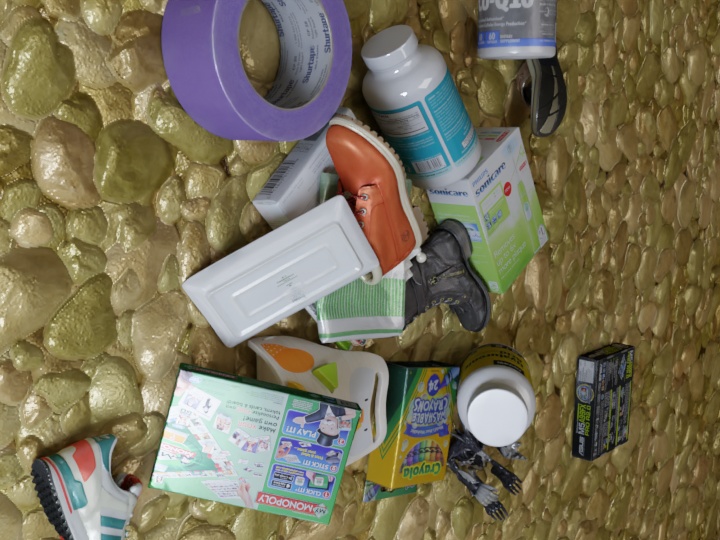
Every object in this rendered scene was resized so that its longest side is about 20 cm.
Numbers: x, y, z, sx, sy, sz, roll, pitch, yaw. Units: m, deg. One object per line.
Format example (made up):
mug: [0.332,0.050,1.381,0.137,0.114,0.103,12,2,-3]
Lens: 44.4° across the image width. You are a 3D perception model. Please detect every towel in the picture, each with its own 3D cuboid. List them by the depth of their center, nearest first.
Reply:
towel: [0.005,-0.015,1.075,0.152,0.023,0.200,-2,98,-45]

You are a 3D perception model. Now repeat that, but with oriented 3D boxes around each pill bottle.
pill bottle: [0.073,-0.209,1.126,0.111,0.111,0.200,-54,132,-28]
pill bottle: [0.224,-0.406,1.259,0.114,0.114,0.200,-13,106,-47]
pill bottle: [0.195,0.180,1.270,0.200,0.111,0.112,-56,146,-78]

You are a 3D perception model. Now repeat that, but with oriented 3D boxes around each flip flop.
flip flop: [0.273,-0.306,1.383,0.081,0.058,0.200,-7,87,-43]

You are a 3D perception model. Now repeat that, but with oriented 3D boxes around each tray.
tray: [-0.083,0.008,0.968,0.200,0.022,0.107,-29,125,1]

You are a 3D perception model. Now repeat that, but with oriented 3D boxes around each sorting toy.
sorting toy: [-0.037,0.176,1.065,0.180,0.107,0.200,-8,103,-42]

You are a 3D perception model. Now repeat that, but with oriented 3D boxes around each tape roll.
tape roll: [-0.105,-0.239,0.939,0.200,0.085,0.200,-12,106,-48]

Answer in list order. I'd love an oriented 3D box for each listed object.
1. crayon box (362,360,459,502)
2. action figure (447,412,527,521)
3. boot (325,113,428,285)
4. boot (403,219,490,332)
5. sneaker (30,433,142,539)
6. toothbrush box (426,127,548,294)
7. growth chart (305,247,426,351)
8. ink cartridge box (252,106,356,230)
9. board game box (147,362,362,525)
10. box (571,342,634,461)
crayon box: [0.074,0.231,1.253,0.126,0.052,0.200,6,93,-49]
action figure: [0.198,0.302,1.371,0.119,0.102,0.200,-48,132,-17]
boot: [0.002,-0.077,1.003,0.107,0.075,0.200,-46,125,-25]
boot: [0.093,0.040,1.240,0.174,0.069,0.200,-38,120,-32]
sneaker: [-0.250,0.254,0.875,0.093,0.070,0.200,-28,114,-36]
toothbrush box: [0.188,-0.089,1.298,0.146,0.086,0.200,-45,126,-34]
growth chart: [0.000,0.000,1.125,0.145,0.018,0.200,46,66,-22]
ink cartridge box: [-0.024,-0.073,1.086,0.163,0.057,0.200,-56,135,-25]
board game box: [-0.113,0.187,0.947,0.200,0.029,0.135,15,97,-10]
box: [0.473,0.253,1.714,0.160,0.044,0.200,-10,105,-48]
